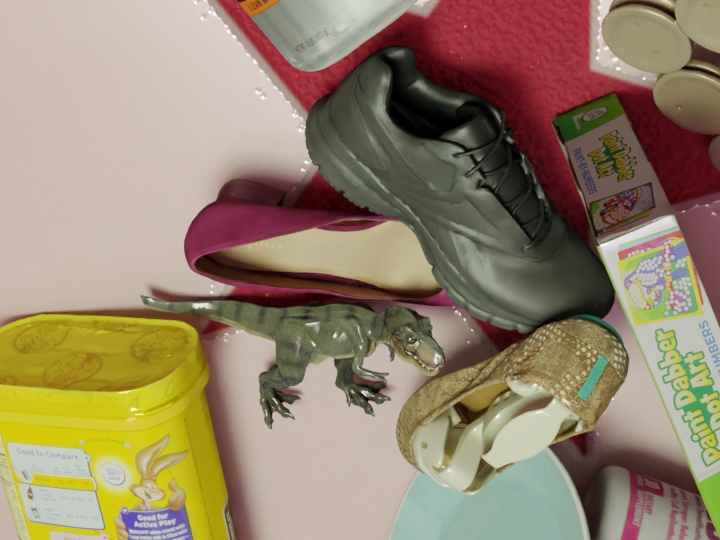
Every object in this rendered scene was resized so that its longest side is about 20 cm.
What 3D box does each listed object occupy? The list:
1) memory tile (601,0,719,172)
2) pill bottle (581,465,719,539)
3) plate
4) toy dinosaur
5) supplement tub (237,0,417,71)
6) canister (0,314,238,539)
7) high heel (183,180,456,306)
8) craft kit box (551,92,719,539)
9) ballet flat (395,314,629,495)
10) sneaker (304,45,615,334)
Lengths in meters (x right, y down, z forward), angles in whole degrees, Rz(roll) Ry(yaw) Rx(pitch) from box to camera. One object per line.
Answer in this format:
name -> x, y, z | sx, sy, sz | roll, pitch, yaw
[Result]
memory tile -> 0.230, -0.085, 0.951 | 0.200, 0.017, 0.153 | 42, 148, -27
pill bottle -> 0.222, 0.201, 1.096 | 0.199, 0.114, 0.114 | 20, 118, -1
plate -> 0.078, 0.191, 1.089 | 0.025, 0.201, 0.201 | 12, 123, -33
toy dinosaur -> -0.031, 0.051, 1.101 | 0.199, 0.048, 0.089 | 4, 131, 24
supplement tub -> -0.047, -0.212, 0.934 | 0.122, 0.123, 0.200 | -35, 105, 23
canister -> -0.151, 0.136, 1.134 | 0.148, 0.087, 0.201 | 2, 119, 23
high heel -> 0.000, 0.000, 1.044 | 0.199, 0.096, 0.068 | 9, 117, 5
craft kit box -> 0.165, 0.027, 0.973 | 0.048, 0.198, 0.201 | -22, 112, 10
ballet flat -> 0.071, 0.087, 1.032 | 0.070, 0.065, 0.200 | 36, 141, -9
sneaker -> 0.062, -0.042, 1.002 | 0.200, 0.076, 0.091 | 37, 140, -3
